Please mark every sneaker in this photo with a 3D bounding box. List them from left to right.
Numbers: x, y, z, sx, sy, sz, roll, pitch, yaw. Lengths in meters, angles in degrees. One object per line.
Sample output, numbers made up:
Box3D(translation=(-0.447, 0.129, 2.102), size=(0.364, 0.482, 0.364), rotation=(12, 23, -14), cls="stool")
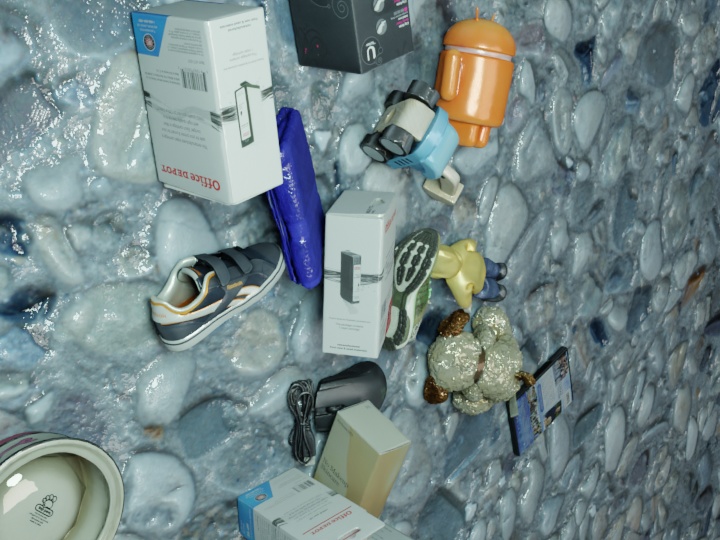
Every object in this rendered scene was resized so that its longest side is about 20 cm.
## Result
Box3D(translation=(-0.177, 0.012, 1.154), size=(0.200, 0.078, 0.080), rotation=(-42, 133, -29), cls="sneaker")
Box3D(translation=(0.084, 0.029, 1.455), size=(0.088, 0.076, 0.202), rotation=(7, 105, -58), cls="sneaker")

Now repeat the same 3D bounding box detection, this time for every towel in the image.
Box3D(translation=(-0.088, -0.095, 1.198), size=(0.148, 0.049, 0.202), rotation=(-84, 165, -59), cls="towel")

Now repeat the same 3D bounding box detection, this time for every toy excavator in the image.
Box3D(translation=(0.100, -0.168, 1.357), size=(0.199, 0.194, 0.101), rotation=(35, 77, -18), cls="toy excavator")

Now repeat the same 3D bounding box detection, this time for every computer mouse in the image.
Box3D(translation=(-0.022, 0.207, 1.409), size=(0.199, 0.052, 0.140), rotation=(-22, 119, -40), cls="computer mouse")

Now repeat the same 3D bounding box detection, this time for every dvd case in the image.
Box3D(translation=(0.368, 0.265, 1.874), size=(0.199, 0.017, 0.144), rotation=(-37, 127, -32), cls="dvd case")

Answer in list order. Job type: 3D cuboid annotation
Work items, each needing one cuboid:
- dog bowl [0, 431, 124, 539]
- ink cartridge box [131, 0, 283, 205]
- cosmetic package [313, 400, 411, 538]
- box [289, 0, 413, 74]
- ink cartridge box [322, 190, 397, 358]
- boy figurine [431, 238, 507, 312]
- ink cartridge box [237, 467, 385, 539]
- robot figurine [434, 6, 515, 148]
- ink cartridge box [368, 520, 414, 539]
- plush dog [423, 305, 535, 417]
Box3D(translation=(-0.373, 0.274, 1.043), size=(0.199, 0.073, 0.203), rotation=(-18, 116, -42), cls="dog bowl")
Box3D(translation=(-0.171, -0.191, 1.035), size=(0.084, 0.145, 0.203), rotation=(-27, 124, -39), cls="ink cartridge box")
Box3D(translation=(-0.009, 0.310, 1.382), size=(0.071, 0.105, 0.202), rotation=(-12, 129, -44), cls="cosmetic package")
Box3D(translation=(-0.019, -0.363, 1.153), size=(0.106, 0.121, 0.202), rotation=(-31, 125, -36), cls="box")
Box3D(translation=(0.000, 0.000, 1.288), size=(0.144, 0.082, 0.203), rotation=(-62, 156, -70), cls="ink cartridge box")
Box3D(translation=(0.173, 0.006, 1.530), size=(0.199, 0.064, 0.126), rotation=(15, 73, -47), cls="boy figurine")
Box3D(translation=(-0.070, 0.368, 1.305), size=(0.115, 0.199, 0.068), rotation=(-18, 117, -41), cls="ink cartridge box")
Box3D(translation=(0.172, -0.291, 1.391), size=(0.142, 0.117, 0.203), rotation=(5, 103, -19), cls="robot figurine")
Box3D(translation=(0.085, 0.499, 1.519), size=(0.044, 0.199, 0.175), rotation=(-46, 133, -25), cls="ink cartridge box")
Box3D(translation=(0.191, 0.162, 1.571), size=(0.170, 0.160, 0.203), rotation=(11, 97, -24), cls="plush dog")
